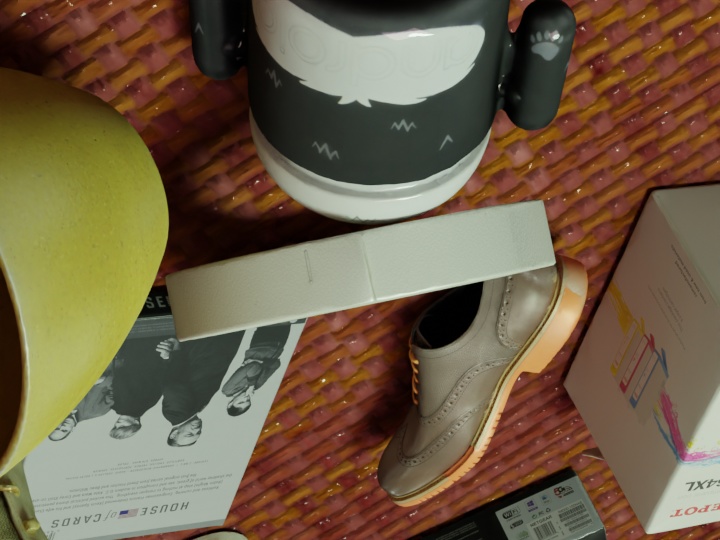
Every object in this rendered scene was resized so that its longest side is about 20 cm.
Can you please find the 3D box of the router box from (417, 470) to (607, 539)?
[{"bbox_3d":[0.076,0.231,1.671,0.200,0.052,0.157,-23,144,-4],"label":"router box"}]

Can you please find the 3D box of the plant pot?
[{"bbox_3d":[-0.172,-0.014,1.130,0.142,0.200,0.200,-28,153,-44],"label":"plant pot"}]

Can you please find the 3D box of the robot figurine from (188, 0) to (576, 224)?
[{"bbox_3d":[0.008,-0.114,1.150,0.125,0.150,0.200,-31,147,-26],"label":"robot figurine"}]

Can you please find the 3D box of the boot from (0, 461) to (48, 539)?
[{"bbox_3d":[-0.201,0.096,1.250,0.073,0.156,0.200,-12,142,-18],"label":"boot"}]

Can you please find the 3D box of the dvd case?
[{"bbox_3d":[-0.123,0.085,1.396,0.150,0.025,0.200,-4,139,-27],"label":"dvd case"}]

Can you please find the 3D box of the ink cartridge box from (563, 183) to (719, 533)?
[{"bbox_3d":[0.222,0.058,1.485,0.128,0.125,0.200,-7,139,-24],"label":"ink cartridge box"}]

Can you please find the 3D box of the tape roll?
[{"bbox_3d":[0.000,0.000,1.259,0.202,0.037,0.203,-11,180,0],"label":"tape roll"}]

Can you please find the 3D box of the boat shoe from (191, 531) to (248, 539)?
[{"bbox_3d":[-0.151,0.232,1.528,0.200,0.060,0.072,-24,144,-3],"label":"boat shoe"}]

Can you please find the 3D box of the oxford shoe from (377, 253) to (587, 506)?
[{"bbox_3d":[0.053,0.058,1.446,0.073,0.071,0.200,21,121,-21],"label":"oxford shoe"}]
